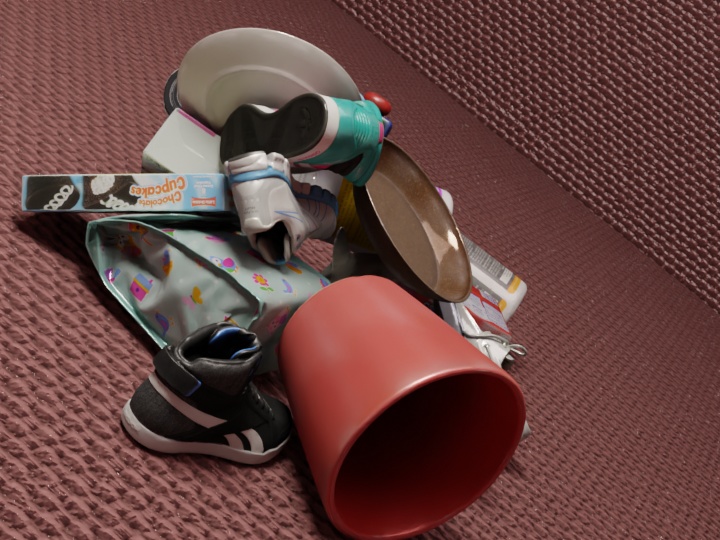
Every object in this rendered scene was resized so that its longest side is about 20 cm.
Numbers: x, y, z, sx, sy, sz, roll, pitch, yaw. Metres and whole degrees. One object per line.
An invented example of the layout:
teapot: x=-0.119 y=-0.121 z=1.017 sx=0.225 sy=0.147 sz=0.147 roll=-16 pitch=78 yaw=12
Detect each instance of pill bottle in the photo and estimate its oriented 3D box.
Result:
pill bottle: x=-0.001 y=-0.074 z=1.508 sx=0.198 sy=0.105 sz=0.104 roll=20 pitch=21 yaw=-11
pill bottle: x=0.117 y=0.008 z=1.772 sx=0.199 sy=0.117 sz=0.116 roll=37 pitch=17 yaw=2

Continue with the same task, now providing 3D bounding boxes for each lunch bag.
lunch bag: x=-0.149 y=0.007 z=1.258 sx=0.199 sy=0.123 sz=0.170 roll=36 pitch=16 yaw=18

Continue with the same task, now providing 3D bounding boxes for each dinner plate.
dinner plate: x=-0.093 y=-0.162 z=1.331 sx=0.199 sy=0.200 sz=0.024 roll=30 pitch=51 yaw=-21

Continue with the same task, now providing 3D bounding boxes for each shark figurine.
shark figurine: x=-0.015 y=0.004 z=1.370 sx=0.126 sy=0.091 sz=0.215 roll=7 pitch=18 yaw=6

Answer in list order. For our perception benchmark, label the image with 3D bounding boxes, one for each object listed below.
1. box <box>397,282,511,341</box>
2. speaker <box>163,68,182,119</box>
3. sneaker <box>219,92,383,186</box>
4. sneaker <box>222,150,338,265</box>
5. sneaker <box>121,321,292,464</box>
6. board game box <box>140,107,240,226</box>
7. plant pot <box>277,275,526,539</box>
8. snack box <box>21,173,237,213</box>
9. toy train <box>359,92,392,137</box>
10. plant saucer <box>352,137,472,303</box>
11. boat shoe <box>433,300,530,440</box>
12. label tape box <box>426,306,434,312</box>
box: x=0.077 y=0.050 z=1.621 sx=0.199 sy=0.096 sz=0.100 roll=29 pitch=20 yaw=-21
speaker: x=-0.181 y=-0.160 z=1.540 sx=0.081 sy=0.081 sz=0.200 roll=40 pitch=-16 yaw=14
sneaker: x=-0.045 y=-0.127 z=1.279 sx=0.120 sy=0.085 sz=0.199 roll=10 pitch=-6 yaw=-36
sneaker: x=-0.075 y=-0.044 z=1.249 sx=0.200 sy=0.074 sz=0.088 roll=28 pitch=54 yaw=-66
sneaker: x=-0.101 y=0.102 z=1.119 sx=0.073 sy=0.112 sz=0.199 roll=47 pitch=20 yaw=29
board game box: x=-0.163 y=-0.090 z=1.429 sx=0.147 sy=0.065 sz=0.200 roll=35 pitch=-13 yaw=-5
plant pot: x=0.022 y=0.112 z=1.185 sx=0.199 sy=0.201 sz=0.178 roll=20 pitch=22 yaw=-41
snack box: x=-0.212 y=-0.074 z=1.269 sx=0.197 sy=0.038 sz=0.116 roll=0 pitch=3 yaw=9
toy train: x=-0.065 y=-0.195 z=1.421 sx=0.199 sy=0.085 sz=0.116 roll=32 pitch=2 yaw=10
plant saucer: x=0.049 y=-0.048 z=1.391 sx=0.200 sy=0.036 sz=0.202 roll=45 pitch=27 yaw=-30
boat shoe: x=0.150 y=0.105 z=1.516 sx=0.075 sy=0.085 sz=0.204 roll=90 pitch=-18 yaw=-67
label tape box: x=0.043 y=0.089 z=1.370 sx=0.197 sy=0.067 sz=0.144 roll=3 pitch=22 yaw=-3
